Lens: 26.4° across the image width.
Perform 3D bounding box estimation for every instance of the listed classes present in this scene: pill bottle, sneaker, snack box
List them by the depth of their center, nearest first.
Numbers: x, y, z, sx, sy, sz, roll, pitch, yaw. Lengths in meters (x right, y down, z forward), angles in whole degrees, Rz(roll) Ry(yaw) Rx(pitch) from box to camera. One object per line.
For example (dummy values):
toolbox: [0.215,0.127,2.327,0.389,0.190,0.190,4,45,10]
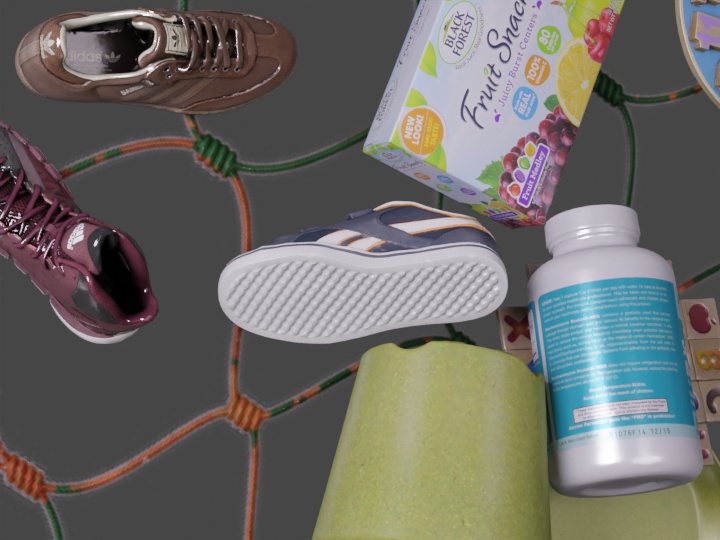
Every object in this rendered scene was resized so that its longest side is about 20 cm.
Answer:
sneaker: [-0.196,-0.036,0.965,0.200,0.115,0.076,44,71,-17]
sneaker: [-0.126,-0.142,1.027,0.199,0.075,0.071,-8,90,-25]
sneaker: [0.000,0.000,1.082,0.199,0.079,0.079,-2,123,-3]
pill bottle: [0.179,0.058,1.109,0.110,0.111,0.201,3,72,-25]
snack box: [0.103,-0.151,1.146,0.142,0.053,0.201,25,77,-20]

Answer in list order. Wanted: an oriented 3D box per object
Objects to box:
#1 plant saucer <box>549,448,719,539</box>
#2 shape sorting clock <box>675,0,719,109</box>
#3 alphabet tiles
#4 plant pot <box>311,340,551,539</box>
plant saucer: [0.202,0.204,1.183,0.199,0.031,0.201,2,86,-24]
shape sorting clock: [0.342,-0.213,1.268,0.199,0.039,0.201,2,86,-23]
alphabet tiles: [0.200,0.073,1.179,0.199,0.006,0.167,-2,73,-24]
plant pot: [0.054,0.153,1.044,0.200,0.200,0.185,17,69,-23]
